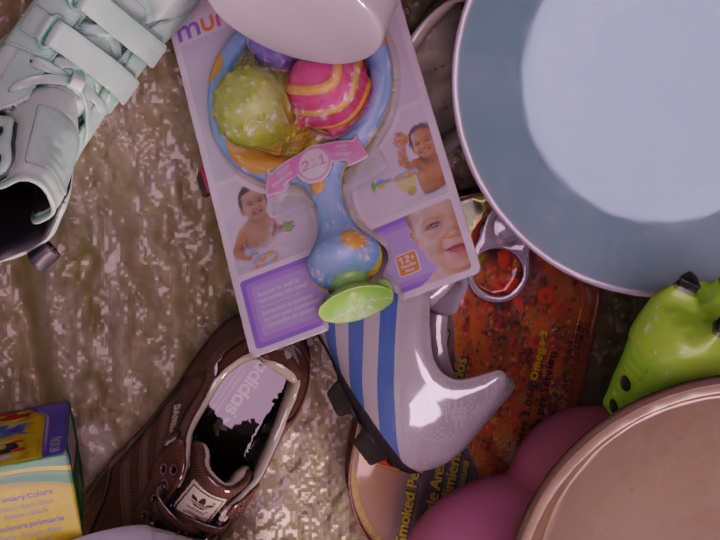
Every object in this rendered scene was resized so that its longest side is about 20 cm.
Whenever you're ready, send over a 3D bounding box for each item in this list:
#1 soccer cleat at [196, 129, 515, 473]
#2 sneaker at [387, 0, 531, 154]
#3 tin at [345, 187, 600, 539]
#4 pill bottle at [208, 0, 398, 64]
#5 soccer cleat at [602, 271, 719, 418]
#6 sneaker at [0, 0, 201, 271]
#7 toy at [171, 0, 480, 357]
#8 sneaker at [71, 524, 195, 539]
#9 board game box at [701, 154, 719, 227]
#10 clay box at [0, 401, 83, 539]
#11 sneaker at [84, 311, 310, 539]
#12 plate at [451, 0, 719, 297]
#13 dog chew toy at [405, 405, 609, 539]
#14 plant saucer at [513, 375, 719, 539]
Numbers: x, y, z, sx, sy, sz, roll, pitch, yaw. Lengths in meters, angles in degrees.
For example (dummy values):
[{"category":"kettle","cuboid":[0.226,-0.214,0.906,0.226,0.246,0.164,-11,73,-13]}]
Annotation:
[{"category":"soccer cleat","cuboid":[0.000,0.000,1.053,0.086,0.070,0.201,-36,78,11]},{"category":"sneaker","cuboid":[0.074,-0.127,1.054,0.067,0.090,0.201,40,92,-10]},{"category":"tin","cuboid":[0.054,0.057,1.109,0.111,0.042,0.202,10,98,-13]},{"category":"pill bottle","cuboid":[-0.001,-0.199,0.985,0.112,0.113,0.202,22,69,-10]},{"category":"soccer cleat","cuboid":[0.193,0.042,1.012,0.199,0.068,0.081,2,132,-37]},{"category":"sneaker","cuboid":[-0.123,-0.084,0.999,0.074,0.119,0.200,33,113,-34]},{"category":"toy","cuboid":[-0.028,-0.074,1.011,0.114,0.047,0.202,-21,70,12]},{"category":"sneaker","cuboid":[-0.084,0.168,1.032,0.199,0.071,0.073,7,129,-43]},{"category":"board game box","cuboid":[0.270,-0.079,1.083,0.198,0.097,0.161,16,97,-9]},{"category":"clay box","cuboid":[-0.232,0.112,1.042,0.198,0.115,0.048,-10,100,-6]},{"category":"sneaker","cuboid":[-0.091,0.108,1.079,0.070,0.076,0.201,28,94,-11]},{"category":"plate","cuboid":[0.139,-0.089,1.007,0.198,0.026,0.202,0,97,-3]},{"category":"dog chew toy","cuboid":[0.110,0.124,1.053,0.200,0.124,0.125,-45,102,-8]},{"category":"plant saucer","cuboid":[0.160,0.134,0.962,0.198,0.030,0.202,-1,111,-3]}]
